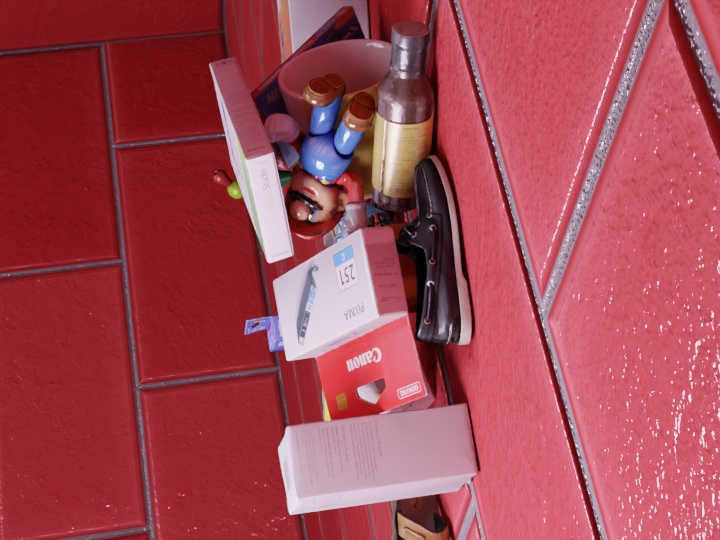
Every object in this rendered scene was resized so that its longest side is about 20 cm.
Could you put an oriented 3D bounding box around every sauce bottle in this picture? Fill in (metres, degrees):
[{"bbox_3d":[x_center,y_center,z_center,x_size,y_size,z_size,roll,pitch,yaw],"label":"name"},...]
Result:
[{"bbox_3d":[0.047,-0.161,1.439,0.065,0.064,0.202,-108,19,-53],"label":"sauce bottle"}]

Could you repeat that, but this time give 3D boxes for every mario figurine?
[{"bbox_3d":[-0.046,-0.106,1.494,0.201,0.105,0.124,107,145,-44],"label":"mario figurine"}]

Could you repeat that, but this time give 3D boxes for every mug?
[{"bbox_3d":[-0.010,-0.159,1.587,0.187,0.147,0.155,-98,-2,-57],"label":"mug"}]

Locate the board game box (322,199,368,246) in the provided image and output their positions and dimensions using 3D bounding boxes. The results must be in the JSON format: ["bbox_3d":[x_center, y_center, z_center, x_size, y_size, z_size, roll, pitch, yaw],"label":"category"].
[{"bbox_3d":[-0.038,-0.160,2.012,0.148,0.063,0.203,103,157,-64],"label":"board game box"}]

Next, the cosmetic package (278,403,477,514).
[{"bbox_3d":[0.018,0.203,1.465,0.113,0.197,0.082,116,145,-70],"label":"cosmetic package"}]

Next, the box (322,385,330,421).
[{"bbox_3d":[0.010,0.189,1.761,0.049,0.115,0.202,-84,-7,-55],"label":"box"}]

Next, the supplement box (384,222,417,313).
[{"bbox_3d":[0.047,0.002,1.560,0.200,0.065,0.070,114,148,-73],"label":"supplement box"}]

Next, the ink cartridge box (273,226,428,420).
[{"bbox_3d":[-0.015,0.068,1.449,0.199,0.044,0.179,-29,70,55],"label":"ink cartridge box"}]

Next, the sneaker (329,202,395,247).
[{"bbox_3d":[0.000,0.000,1.738,0.095,0.078,0.203,41,133,45],"label":"sneaker"}]

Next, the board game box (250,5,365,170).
[{"bbox_3d":[-0.054,-0.223,1.656,0.019,0.200,0.104,9,135,40],"label":"board game box"}]

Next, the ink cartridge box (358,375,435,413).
[{"bbox_3d":[0.015,0.112,1.603,0.117,0.067,0.201,30,153,42],"label":"ink cartridge box"}]

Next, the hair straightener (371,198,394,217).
[{"bbox_3d":[0.019,-0.058,1.779,0.077,0.040,0.202,-107,14,-49],"label":"hair straightener"}]

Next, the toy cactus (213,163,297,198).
[{"bbox_3d":[-0.099,-0.156,1.860,0.102,0.201,0.165,5,144,53],"label":"toy cactus"}]

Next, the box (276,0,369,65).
[{"bbox_3d":[-0.054,-0.359,1.820,0.152,0.105,0.203,-129,34,-74],"label":"box"}]

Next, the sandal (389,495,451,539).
[{"bbox_3d":[0.079,0.308,1.618,0.055,0.081,0.202,124,152,-42],"label":"sandal"}]

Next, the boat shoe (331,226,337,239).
[{"bbox_3d":[-0.045,-0.092,1.830,0.201,0.063,0.073,54,-178,-37],"label":"boat shoe"}]

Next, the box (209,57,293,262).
[{"bbox_3d":[-0.122,-0.126,1.533,0.201,0.036,0.146,-112,10,-48],"label":"box"}]

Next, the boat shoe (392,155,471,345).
[{"bbox_3d":[0.067,-0.020,1.408,0.075,0.065,0.203,125,138,-78],"label":"boat shoe"}]

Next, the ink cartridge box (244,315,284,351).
[{"bbox_3d":[-0.058,0.077,1.868,0.119,0.197,0.043,124,139,-78],"label":"ink cartridge box"}]
